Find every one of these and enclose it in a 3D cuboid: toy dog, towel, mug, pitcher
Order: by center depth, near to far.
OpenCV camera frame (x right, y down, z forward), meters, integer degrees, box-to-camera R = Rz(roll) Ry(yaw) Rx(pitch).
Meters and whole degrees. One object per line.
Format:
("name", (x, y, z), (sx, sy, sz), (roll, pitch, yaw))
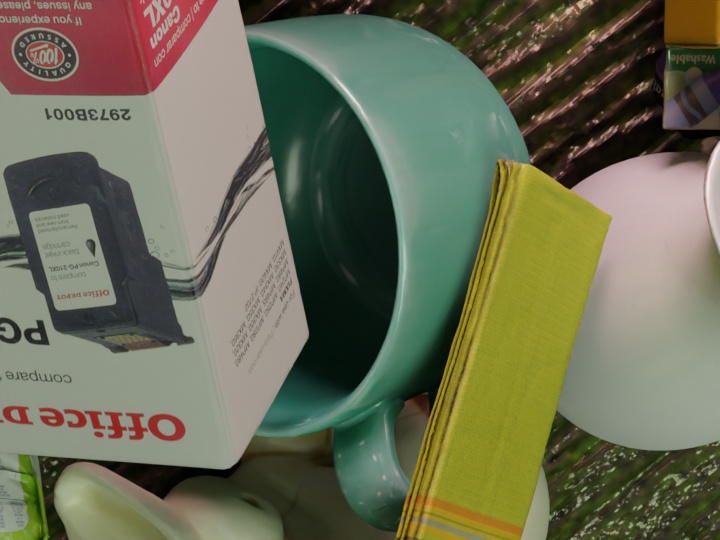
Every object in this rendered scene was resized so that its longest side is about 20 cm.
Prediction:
("towel", (0.046, 0.064, 0.993), (0.086, 0.018, 0.201), (27, 78, -60))
("mug", (-0.008, -0.007, 1.038), (0.114, 0.151, 0.186), (-16, 114, -50))
("pitcher", (0.158, 0.024, 1.082), (0.172, 0.200, 0.121), (45, 67, -9))
("toy dog", (-0.004, 0.115, 1.111), (0.200, 0.193, 0.140), (-29, 118, -44))

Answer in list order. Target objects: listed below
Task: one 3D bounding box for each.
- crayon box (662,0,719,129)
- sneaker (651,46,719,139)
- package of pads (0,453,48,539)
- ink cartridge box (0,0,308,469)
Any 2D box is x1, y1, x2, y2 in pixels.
("crayon box", (0.185, -0.154, 1.043), (0.125, 0.052, 0.201), (-1, 96, -20))
("sneaker", (0.217, -0.078, 1.147), (0.199, 0.076, 0.088), (14, 124, -20))
("package of pads", (-0.231, 0.114, 1.049), (0.199, 0.069, 0.155), (-2, 151, -20))
("ink cartridge box", (-0.111, -0.036, 0.920), (0.144, 0.084, 0.201), (3, 126, 19))
